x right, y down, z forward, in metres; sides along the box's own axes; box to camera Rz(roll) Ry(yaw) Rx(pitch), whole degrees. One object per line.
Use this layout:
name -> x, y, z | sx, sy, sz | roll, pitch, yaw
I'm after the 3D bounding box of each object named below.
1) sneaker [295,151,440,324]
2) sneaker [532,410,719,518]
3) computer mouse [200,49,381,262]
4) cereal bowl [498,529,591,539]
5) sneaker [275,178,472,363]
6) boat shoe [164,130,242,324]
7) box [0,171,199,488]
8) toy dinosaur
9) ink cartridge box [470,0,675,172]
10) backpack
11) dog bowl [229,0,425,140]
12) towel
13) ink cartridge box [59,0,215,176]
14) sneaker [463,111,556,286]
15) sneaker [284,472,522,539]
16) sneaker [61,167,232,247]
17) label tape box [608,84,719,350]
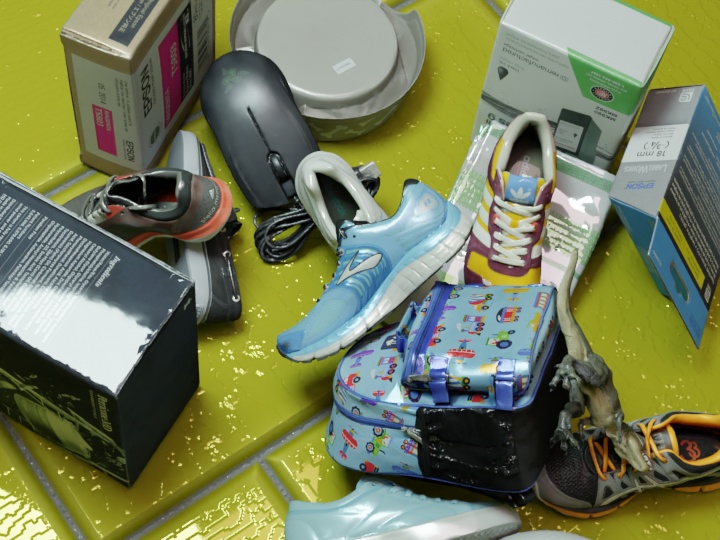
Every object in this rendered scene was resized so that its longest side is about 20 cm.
sneaker -> 0.006, -0.019, 1.319 | 0.070, 0.080, 0.201 | -39, 93, 3
sneaker -> 0.243, 0.160, 1.280 | 0.198, 0.077, 0.079 | -11, 64, -10
computer mouse -> -0.083, -0.124, 1.374 | 0.138, 0.053, 0.201 | -33, 81, 2
cereal bowl -> 0.152, 0.306, 1.143 | 0.197, 0.083, 0.203 | 0, 83, -3
sneaker -> 0.000, 0.000, 1.263 | 0.200, 0.078, 0.090 | -42, 89, 3
boat shoe -> -0.141, -0.039, 1.361 | 0.066, 0.070, 0.202 | 7, 53, -25
box -> -0.245, 0.053, 1.216 | 0.195, 0.201, 0.125 | 26, 62, 10
toy dinosaur -> 0.182, 0.092, 1.194 | 0.047, 0.202, 0.088 | -7, 23, 38
ink cartridge box -> 0.196, -0.175, 1.395 | 0.145, 0.201, 0.085 | 26, 63, 9
backpack -> 0.067, 0.095, 1.234 | 0.198, 0.136, 0.183 | 3, 29, 22
dog bowl -> -0.035, -0.218, 1.475 | 0.197, 0.059, 0.202 | 2, 61, -4
towel -> 0.143, -0.030, 1.379 | 0.148, 0.031, 0.201 | 24, 74, 9
ink cartridge box -> -0.201, -0.204, 1.366 | 0.074, 0.201, 0.166 | 22, 61, 8
sneaker -> 0.136, -0.045, 1.326 | 0.074, 0.090, 0.202 | 6, 74, 2
sneaker -> 0.031, 0.201, 1.208 | 0.198, 0.074, 0.083 | -9, 65, -2
sneaker -> -0.213, -0.062, 1.312 | 0.198, 0.082, 0.078 | -11, 65, 28
label tape box -> 0.290, -0.050, 1.361 | 0.063, 0.145, 0.201 | 0, 52, 37
